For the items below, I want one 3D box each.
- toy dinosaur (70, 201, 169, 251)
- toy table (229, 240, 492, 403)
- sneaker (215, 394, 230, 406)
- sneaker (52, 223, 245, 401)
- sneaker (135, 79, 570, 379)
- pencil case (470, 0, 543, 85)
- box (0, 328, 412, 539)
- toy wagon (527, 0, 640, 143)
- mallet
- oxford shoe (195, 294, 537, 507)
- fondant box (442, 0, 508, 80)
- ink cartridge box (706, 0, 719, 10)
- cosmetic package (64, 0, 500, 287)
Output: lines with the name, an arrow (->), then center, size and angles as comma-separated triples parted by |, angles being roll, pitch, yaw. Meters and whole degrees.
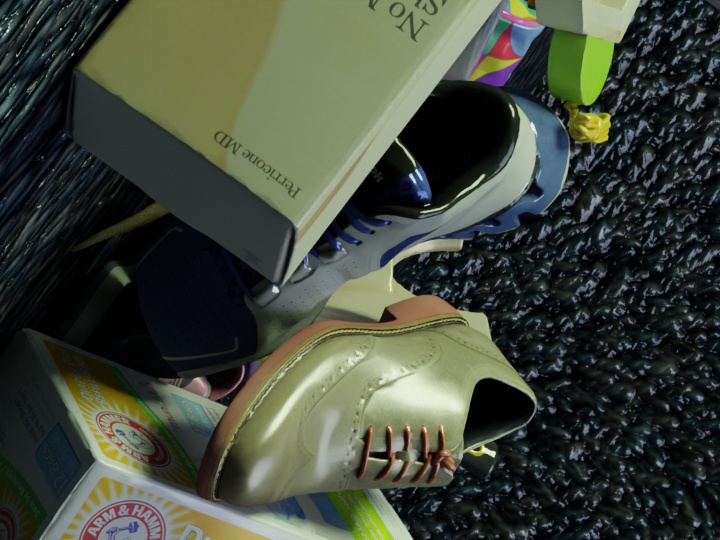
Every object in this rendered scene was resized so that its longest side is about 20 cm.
toy dinosaur -> -0.042, -0.071, 1.331 | 0.200, 0.058, 0.101 | -50, 176, -44
toy table -> 0.000, 0.000, 1.470 | 0.184, 0.117, 0.200 | -95, -169, -47
sneaker -> -0.048, -0.010, 1.595 | 0.200, 0.060, 0.104 | -62, -165, -2
sneaker -> -0.089, 0.030, 1.456 | 0.070, 0.082, 0.200 | -55, 176, 19
sneaker -> -0.011, -0.034, 1.269 | 0.199, 0.081, 0.115 | -26, 166, 5
pencil case -> 0.036, -0.104, 1.780 | 0.200, 0.088, 0.088 | -56, 175, 34
box -> -0.082, 0.122, 1.331 | 0.101, 0.200, 0.113 | -55, -145, 15
toy wagon -> 0.106, -0.156, 1.302 | 0.155, 0.039, 0.201 | -1, 104, -70
mallet -> -0.020, 0.039, 1.385 | 0.041, 0.200, 0.066 | -34, -138, 49
oxford shoe -> 0.007, 0.064, 1.296 | 0.200, 0.075, 0.071 | -25, 141, -50
fondant box -> 0.069, -0.191, 1.406 | 0.200, 0.058, 0.144 | -62, 178, -11
ink cartridge box -> 0.226, -0.268, 1.798 | 0.145, 0.200, 0.145 | -54, 178, -42
cosmetic package -> -0.009, -0.106, 1.101 | 0.200, 0.105, 0.071 | -54, 175, -19
